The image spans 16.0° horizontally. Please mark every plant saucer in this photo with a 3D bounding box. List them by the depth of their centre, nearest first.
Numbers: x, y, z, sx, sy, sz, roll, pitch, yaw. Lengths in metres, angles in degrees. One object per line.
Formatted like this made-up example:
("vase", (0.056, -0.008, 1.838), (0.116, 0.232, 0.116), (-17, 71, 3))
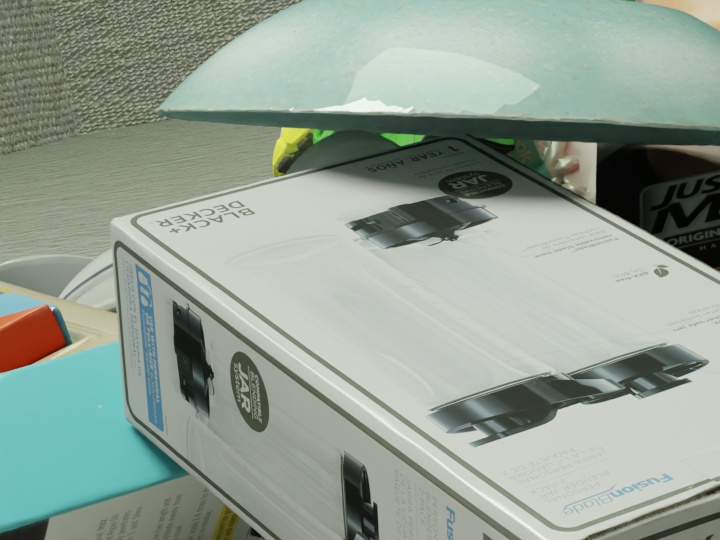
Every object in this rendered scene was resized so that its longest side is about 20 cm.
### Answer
("plant saucer", (0.040, -0.059, 0.759), (0.200, 0.039, 0.201), (3, 1, 0))

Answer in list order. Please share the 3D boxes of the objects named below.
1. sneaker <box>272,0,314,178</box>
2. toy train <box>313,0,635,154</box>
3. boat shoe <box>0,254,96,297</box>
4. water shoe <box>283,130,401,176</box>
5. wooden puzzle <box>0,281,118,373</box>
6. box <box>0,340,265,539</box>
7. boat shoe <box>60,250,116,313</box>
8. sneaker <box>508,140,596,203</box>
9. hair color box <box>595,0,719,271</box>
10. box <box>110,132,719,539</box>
("sneaker", (0.006, -0.100, 1.012), (0.074, 0.085, 0.200), (8, -26, -16))
("toy train", (0.035, -0.061, 0.912), (0.042, 0.057, 0.200), (20, -27, -22))
("boat shoe", (-0.201, 0.040, 1.223), (0.199, 0.072, 0.066), (-22, 14, -14))
("water shoe", (0.000, 0.000, 0.829), (0.071, 0.079, 0.200), (-36, -29, -2))
("wooden puzzle", (-0.176, 0.042, 0.865), (0.199, 0.037, 0.185), (-22, 15, -25))
("box", (-0.038, 0.054, 0.737), (0.199, 0.049, 0.082), (-15, -34, -29))
("boat shoe", (-0.044, 0.026, 1.016), (0.199, 0.072, 0.066), (-3, 24, 24))
("sneaker", (0.072, -0.020, 0.944), (0.075, 0.089, 0.200), (-25, 28, 12))
("hair color box", (0.132, -0.032, 0.862), (0.101, 0.061, 0.200), (-13, 38, 15))
("box", (0.035, 0.035, 0.622), (0.116, 0.060, 0.200), (-16, 28, -30))
